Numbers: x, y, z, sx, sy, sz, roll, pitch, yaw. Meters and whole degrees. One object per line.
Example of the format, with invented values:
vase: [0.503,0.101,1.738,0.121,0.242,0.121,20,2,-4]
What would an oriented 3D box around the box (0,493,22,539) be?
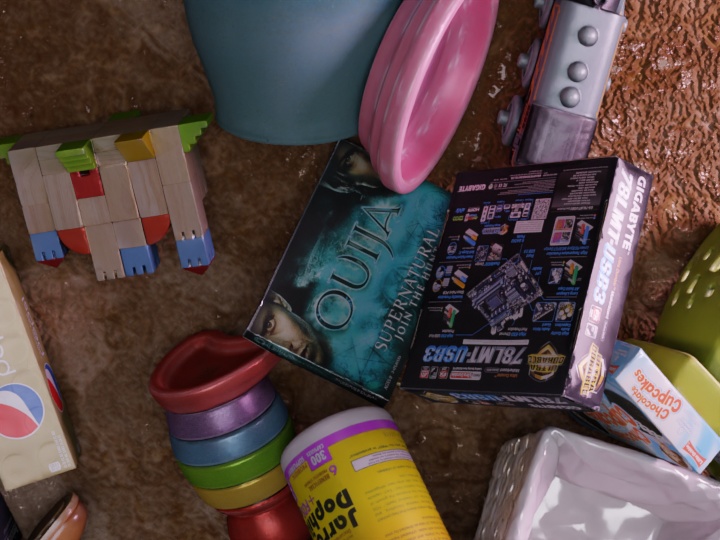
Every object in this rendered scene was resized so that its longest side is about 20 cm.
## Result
box: [-0.387,0.185,1.688,0.107,0.148,0.200,-25,100,2]

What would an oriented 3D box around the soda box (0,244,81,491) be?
soda box: [-0.308,0.083,1.719,0.068,0.064,0.200,-18,100,0]

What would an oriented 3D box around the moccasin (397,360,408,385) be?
moccasin: [0.038,0.066,1.726,0.201,0.078,0.074,12,98,-5]

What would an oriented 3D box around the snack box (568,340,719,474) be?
snack box: [0.205,0.098,1.634,0.037,0.200,0.116,-48,111,-10]

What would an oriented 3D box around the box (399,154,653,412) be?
box: [0.132,0.012,1.608,0.050,0.200,0.199,23,75,-35]

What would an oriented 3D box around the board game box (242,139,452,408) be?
board game box: [0.000,0.000,1.688,0.135,0.028,0.200,26,67,-3]

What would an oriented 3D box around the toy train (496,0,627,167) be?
toy train: [0.177,-0.166,1.678,0.085,0.114,0.200,16,98,-6]

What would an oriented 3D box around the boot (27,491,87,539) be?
boot: [-0.241,0.306,1.749,0.155,0.077,0.200,26,99,-5]

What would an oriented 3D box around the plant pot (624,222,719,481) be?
plant pot: [0.346,0.083,1.670,0.181,0.199,0.200,-44,99,-5]

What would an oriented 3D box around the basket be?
basket: [0.194,0.253,1.667,0.200,0.161,0.199,20,79,-10]

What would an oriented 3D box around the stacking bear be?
stacking bear: [-0.099,0.164,1.721,0.121,0.114,0.200,-3,117,39]

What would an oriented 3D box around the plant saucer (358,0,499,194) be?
plant saucer: [0.053,-0.164,1.638,0.051,0.200,0.201,24,97,14]

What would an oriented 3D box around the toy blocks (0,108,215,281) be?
toy blocks: [-0.208,-0.056,1.693,0.200,0.100,0.137,-8,110,10]

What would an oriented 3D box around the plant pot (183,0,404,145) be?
plant pot: [-0.053,-0.210,1.630,0.200,0.200,0.188,-1,113,-3]

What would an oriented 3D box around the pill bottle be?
pill bottle: [0.017,0.219,1.629,0.104,0.104,0.200,-27,67,2]
